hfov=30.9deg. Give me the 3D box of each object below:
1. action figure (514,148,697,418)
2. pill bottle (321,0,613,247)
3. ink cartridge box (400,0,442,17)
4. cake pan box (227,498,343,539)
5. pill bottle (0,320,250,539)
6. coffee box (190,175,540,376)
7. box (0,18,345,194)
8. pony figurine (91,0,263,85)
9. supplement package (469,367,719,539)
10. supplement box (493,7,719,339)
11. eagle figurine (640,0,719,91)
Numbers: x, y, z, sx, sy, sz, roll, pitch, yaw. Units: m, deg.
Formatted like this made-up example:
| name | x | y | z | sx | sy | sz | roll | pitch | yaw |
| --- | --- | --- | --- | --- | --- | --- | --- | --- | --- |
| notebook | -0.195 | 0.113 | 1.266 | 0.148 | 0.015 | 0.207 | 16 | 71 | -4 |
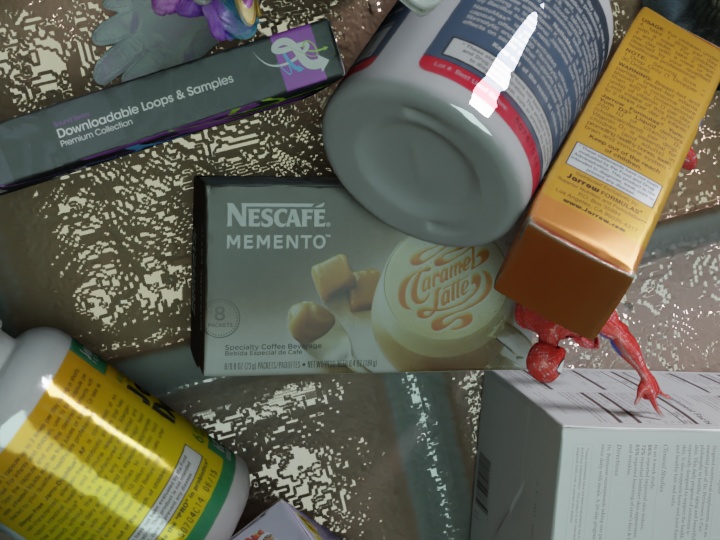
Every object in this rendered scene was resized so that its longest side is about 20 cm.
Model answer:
| name | x | y | z | sx | sy | sz | roll | pitch | yaw |
| --- | --- | --- | --- | --- | --- | --- | --- | --- | --- |
| action figure | 0.156 | 0.011 | 0.783 | 0.099 | 0.065 | 0.200 | 57 | 49 | -22 |
| pill bottle | 0.073 | -0.122 | 0.729 | 0.120 | 0.119 | 0.200 | 42 | 57 | -15 |
| ink cartridge box | 0.041 | -0.229 | 0.681 | 0.084 | 0.200 | 0.146 | 38 | 104 | -16 |
| cake pan box | -0.086 | 0.225 | 0.760 | 0.200 | 0.184 | 0.052 | -37 | 64 | -4 |
| pill bottle | -0.172 | 0.104 | 0.751 | 0.200 | 0.113 | 0.113 | 38 | 90 | -15 |
| coffee box | 0.000 | 0.000 | 0.787 | 0.199 | 0.080 | 0.115 | 0 | 99 | -13 |
| box | -0.116 | -0.085 | 0.714 | 0.199 | 0.143 | 0.036 | -18 | 96 | -8 |
| pony figurine | -0.114 | -0.196 | 0.689 | 0.166 | 0.193 | 0.201 | 17 | 65 | -49 |
| supplement package | 0.187 | 0.151 | 0.817 | 0.199 | 0.151 | 0.152 | 2 | 99 | -12 |
| supplement box | 0.146 | -0.060 | 0.733 | 0.069 | 0.067 | 0.200 | 26 | 53 | 5 |
| eagle figurine | 0.275 | -0.207 | 0.805 | 0.152 | 0.151 | 0.200 | 32 | 129 | 23 |
